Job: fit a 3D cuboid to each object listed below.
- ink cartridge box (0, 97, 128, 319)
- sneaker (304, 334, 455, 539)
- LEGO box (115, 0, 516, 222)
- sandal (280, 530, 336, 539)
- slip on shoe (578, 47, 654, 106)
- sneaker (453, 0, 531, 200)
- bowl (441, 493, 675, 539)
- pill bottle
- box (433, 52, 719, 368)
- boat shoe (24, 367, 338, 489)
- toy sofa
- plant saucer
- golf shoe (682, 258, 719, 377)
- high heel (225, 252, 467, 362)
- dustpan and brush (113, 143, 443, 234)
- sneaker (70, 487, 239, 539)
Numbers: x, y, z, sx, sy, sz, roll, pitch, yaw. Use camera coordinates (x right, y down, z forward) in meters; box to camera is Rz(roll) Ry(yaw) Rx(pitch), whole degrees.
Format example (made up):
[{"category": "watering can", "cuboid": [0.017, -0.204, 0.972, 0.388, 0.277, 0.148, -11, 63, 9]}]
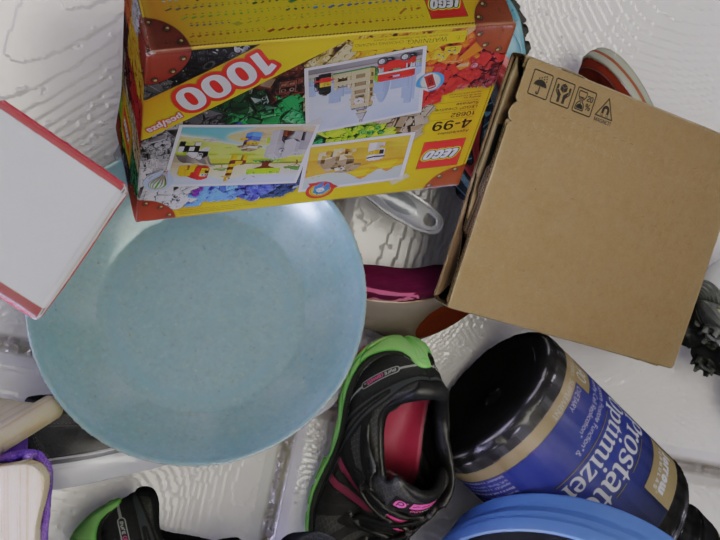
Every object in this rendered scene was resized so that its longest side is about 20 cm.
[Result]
[{"category": "ink cartridge box", "cuboid": [-0.222, -0.057, 0.773, 0.144, 0.200, 0.084, 36, 84, -20]}, {"category": "sneaker", "cuboid": [0.014, 0.143, 0.932, 0.077, 0.084, 0.201, -2, 112, -23]}, {"category": "LEGO box", "cuboid": [-0.032, -0.109, 0.813, 0.199, 0.149, 0.077, -8, 59, -15]}, {"category": "sandal", "cuboid": [-0.059, 0.249, 0.857, 0.076, 0.043, 0.200, 49, 48, -27]}, {"category": "slip on shoe", "cuboid": [0.175, -0.054, 1.003, 0.061, 0.074, 0.201, -13, 103, -18]}, {"category": "sneaker", "cuboid": [0.070, -0.084, 0.965, 0.095, 0.079, 0.201, -11, 91, -9]}, {"category": "bowl", "cuboid": [0.141, 0.220, 0.951, 0.201, 0.200, 0.039, 44, 45, -19]}, {"category": "pill bottle", "cuboid": [0.151, 0.144, 0.983, 0.200, 0.112, 0.112, 43, 78, -19]}, {"category": "box", "cuboid": [0.153, -0.033, 0.937, 0.200, 0.021, 0.164, 16, 94, -32]}, {"category": "boat shoe", "cuboid": [-0.113, 0.079, 0.901, 0.200, 0.070, 0.066, -13, 100, -13]}, {"category": "toy sofa", "cuboid": [-0.203, 0.176, 0.824, 0.097, 0.083, 0.201, 6, 104, 16]}, {"category": "plant saucer", "cuboid": [-0.097, 0.020, 0.863, 0.200, 0.039, 0.202, 1, 72, -2]}, {"category": "golf shoe", "cuboid": [0.308, 0.069, 1.061, 0.200, 0.078, 0.095, 51, 63, -27]}, {"category": "high heel", "cuboid": [0.000, 0.000, 0.949, 0.200, 0.067, 0.096, -10, 61, -37]}, {"category": "dustpan and brush", "cuboid": [-0.036, -0.076, 0.919, 0.200, 0.057, 0.140, 31, 83, -21]}, {"category": "sneaker", "cuboid": [-0.090, 0.213, 0.903, 0.084, 0.077, 0.200, -47, 110, -10]}]
